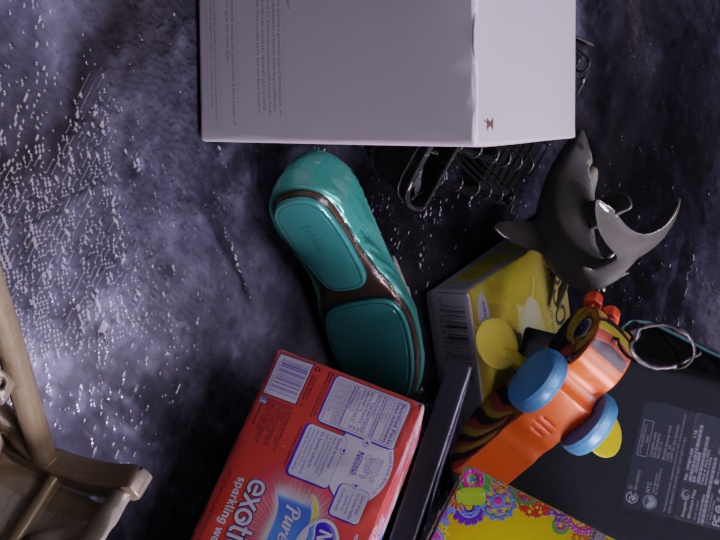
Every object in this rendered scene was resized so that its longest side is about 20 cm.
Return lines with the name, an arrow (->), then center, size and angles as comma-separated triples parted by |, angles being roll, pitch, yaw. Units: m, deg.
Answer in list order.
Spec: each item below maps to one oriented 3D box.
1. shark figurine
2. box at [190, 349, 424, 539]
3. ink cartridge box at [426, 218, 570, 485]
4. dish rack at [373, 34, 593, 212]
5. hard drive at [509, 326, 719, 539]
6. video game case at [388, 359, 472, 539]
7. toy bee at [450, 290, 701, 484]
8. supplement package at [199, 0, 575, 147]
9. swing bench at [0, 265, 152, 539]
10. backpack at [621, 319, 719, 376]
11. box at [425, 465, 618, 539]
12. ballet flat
shark figurine -> 0.143, -0.023, 1.331 | 0.089, 0.215, 0.129 | 16, 104, -13
box -> -0.042, 0.164, 1.123 | 0.096, 0.099, 0.201 | 94, 18, -62
ink cartridge box -> 0.129, 0.073, 1.433 | 0.200, 0.047, 0.199 | -31, 118, -47
dish rack -> 0.100, -0.111, 1.317 | 0.199, 0.054, 0.154 | 10, 114, -56
hard drive -> 0.197, 0.132, 1.343 | 0.033, 0.198, 0.141 | 88, 17, -77
video game case -> 0.037, 0.157, 1.241 | 0.200, 0.019, 0.144 | 93, 15, -67
toy bee -> 0.150, 0.073, 1.283 | 0.131, 0.199, 0.109 | 60, 26, -28
supplement package -> 0.016, -0.136, 1.117 | 0.119, 0.199, 0.122 | -8, 100, -54
swing bench -> -0.226, 0.110, 0.864 | 0.200, 0.129, 0.201 | -60, 142, -33
backpack -> 0.262, 0.154, 1.429 | 0.154, 0.199, 0.177 | 75, 33, -66
box -> 0.072, 0.254, 1.196 | 0.201, 0.121, 0.193 | -63, 173, -14
ballet flat -> 0.000, 0.000, 1.227 | 0.071, 0.067, 0.201 | -72, 147, -43
